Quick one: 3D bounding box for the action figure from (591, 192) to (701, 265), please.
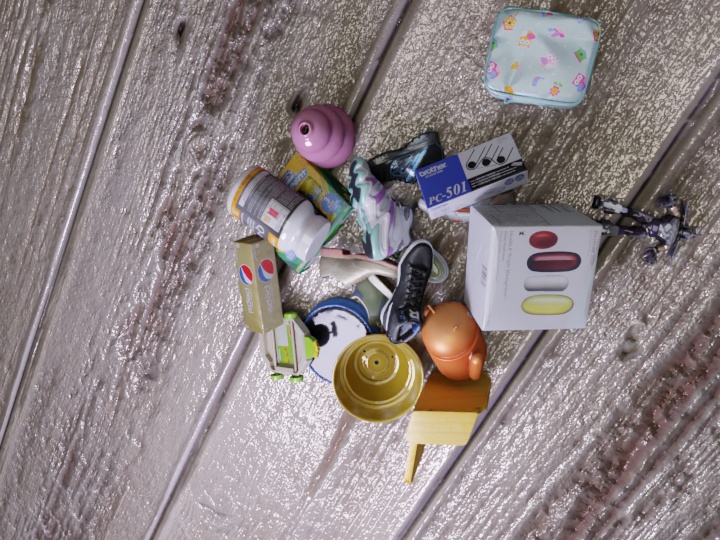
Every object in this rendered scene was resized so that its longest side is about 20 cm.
[{"bbox_3d":[0.520,-0.081,1.050,0.194,0.069,0.135,12,97,11],"label":"action figure"}]

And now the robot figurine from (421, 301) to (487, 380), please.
[{"bbox_3d":[0.189,0.141,1.144,0.113,0.147,0.201,-11,142,19],"label":"robot figurine"}]

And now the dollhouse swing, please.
[{"bbox_3d":[0.181,0.328,1.181,0.176,0.200,0.182,-3,101,18],"label":"dollhouse swing"}]

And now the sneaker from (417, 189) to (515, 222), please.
[{"bbox_3d":[0.213,-0.144,1.147,0.193,0.077,0.085,6,84,12],"label":"sneaker"}]

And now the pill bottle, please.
[{"bbox_3d":[-0.164,-0.113,1.165,0.198,0.116,0.118,35,110,8],"label":"pill bottle"}]

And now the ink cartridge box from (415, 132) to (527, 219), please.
[{"bbox_3d":[0.210,-0.179,1.098,0.195,0.044,0.096,-21,60,9],"label":"ink cartridge box"}]

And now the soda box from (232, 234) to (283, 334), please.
[{"bbox_3d":[-0.222,0.030,1.254,0.063,0.067,0.207,8,111,37],"label":"soda box"}]

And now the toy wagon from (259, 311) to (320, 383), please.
[{"bbox_3d":[-0.158,0.174,1.312,0.195,0.039,0.161,-2,95,38],"label":"toy wagon"}]

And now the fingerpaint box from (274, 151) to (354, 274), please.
[{"bbox_3d":[-0.126,-0.126,1.251,0.167,0.073,0.201,44,111,5],"label":"fingerpaint box"}]

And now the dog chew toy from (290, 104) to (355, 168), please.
[{"bbox_3d":[-0.080,-0.268,1.133,0.120,0.200,0.129,2,99,13],"label":"dog chew toy"}]

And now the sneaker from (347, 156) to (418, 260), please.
[{"bbox_3d":[0.056,-0.134,1.151,0.136,0.077,0.207,-15,98,-21],"label":"sneaker"}]

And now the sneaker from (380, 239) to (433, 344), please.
[{"bbox_3d":[0.105,0.052,1.116,0.071,0.113,0.205,13,113,-19],"label":"sneaker"}]

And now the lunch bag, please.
[{"bbox_3d":[0.322,-0.380,1.044,0.194,0.077,0.166,14,107,15],"label":"lunch bag"}]

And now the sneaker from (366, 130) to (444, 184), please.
[{"bbox_3d":[0.077,-0.206,1.166,0.195,0.073,0.084,-22,94,22],"label":"sneaker"}]

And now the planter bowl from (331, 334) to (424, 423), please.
[{"bbox_3d":[0.036,0.214,1.232,0.193,0.084,0.207,0,108,-1],"label":"planter bowl"}]

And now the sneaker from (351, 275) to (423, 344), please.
[{"bbox_3d":[0.059,0.094,1.243,0.090,0.067,0.201,-44,79,19],"label":"sneaker"}]

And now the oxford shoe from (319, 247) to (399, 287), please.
[{"bbox_3d":[0.000,0.000,1.205,0.195,0.070,0.076,10,93,29],"label":"oxford shoe"}]

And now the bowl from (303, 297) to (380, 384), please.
[{"bbox_3d":[-0.048,0.166,1.309,0.194,0.039,0.208,4,103,18],"label":"bowl"}]

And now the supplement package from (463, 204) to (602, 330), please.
[{"bbox_3d":[0.306,-0.009,1.052,0.193,0.148,0.198,-1,110,-4],"label":"supplement package"}]

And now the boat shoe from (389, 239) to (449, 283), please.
[{"bbox_3d":[0.095,-0.033,1.204,0.197,0.062,0.073,31,110,10],"label":"boat shoe"}]
